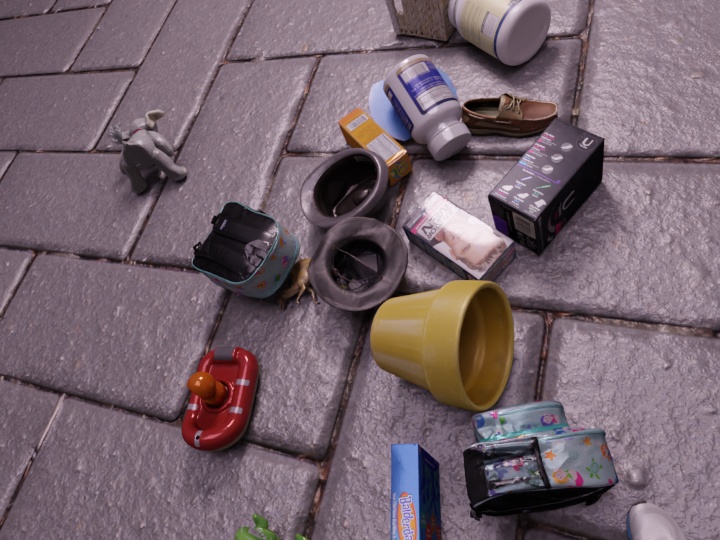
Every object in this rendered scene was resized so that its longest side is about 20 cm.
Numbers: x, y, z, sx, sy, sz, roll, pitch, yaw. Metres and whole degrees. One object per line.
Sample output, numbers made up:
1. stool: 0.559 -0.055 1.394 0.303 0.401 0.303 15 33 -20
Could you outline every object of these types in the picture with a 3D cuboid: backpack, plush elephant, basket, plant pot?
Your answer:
1. backpack: 0.249 0.267 0.778 0.198 0.178 0.152 -8 65 13
2. plush elephant: -0.559 -0.327 1.438 0.164 0.200 0.155 -20 39 19
3. basket: 0.173 -0.699 1.329 0.160 0.198 0.201 24 73 26
4. backpack: -0.223 -0.031 1.135 0.199 0.153 0.176 15 68 44
5. plant pot: 0.127 0.114 0.911 0.188 0.201 0.202 2 62 40

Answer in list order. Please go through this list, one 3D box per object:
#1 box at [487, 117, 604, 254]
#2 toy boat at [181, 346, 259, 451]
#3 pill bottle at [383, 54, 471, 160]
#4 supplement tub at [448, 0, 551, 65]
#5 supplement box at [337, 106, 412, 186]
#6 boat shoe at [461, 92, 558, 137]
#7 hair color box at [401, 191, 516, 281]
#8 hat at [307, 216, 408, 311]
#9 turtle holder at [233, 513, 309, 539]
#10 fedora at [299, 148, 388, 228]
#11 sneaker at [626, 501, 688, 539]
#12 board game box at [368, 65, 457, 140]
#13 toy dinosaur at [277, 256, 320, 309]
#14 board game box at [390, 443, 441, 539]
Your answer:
1. box: 0.340 -0.152 1.003 0.106 0.122 0.200 36 80 33
2. toy boat: -0.275 0.229 1.028 0.130 0.131 0.201 -3 62 20
3. pill bottle: 0.144 -0.339 1.165 0.119 0.120 0.201 -30 77 3
4. supplement tub: 0.305 -0.564 1.230 0.145 0.145 0.200 -39 56 -3
5. supplement box: 0.031 -0.278 1.228 0.069 0.067 0.200 -34 57 -3
6. boat shoe: 0.303 -0.325 1.142 0.199 0.074 0.076 0 63 22
7. hair color box: 0.185 -0.058 1.050 0.100 0.061 0.200 -47 57 -7
8. hat: 0.000 0.000 1.072 0.199 0.081 0.202 -3 63 6
9. turtle holder: -0.127 0.476 0.846 0.141 0.185 0.132 -4 55 56
10. fedora: -0.020 -0.160 1.164 0.199 0.090 0.178 -34 58 12
11. sneaker: 0.408 0.394 0.699 0.075 0.087 0.201 -24 56 9
12. board game box: 0.120 -0.376 1.258 0.199 0.039 0.159 -25 76 -2
13. toy dinosaur: -0.095 0.002 1.128 0.101 0.058 0.200 33 78 33
14. board game box: 0.083 0.369 0.800 0.045 0.152 0.201 -7 61 17
